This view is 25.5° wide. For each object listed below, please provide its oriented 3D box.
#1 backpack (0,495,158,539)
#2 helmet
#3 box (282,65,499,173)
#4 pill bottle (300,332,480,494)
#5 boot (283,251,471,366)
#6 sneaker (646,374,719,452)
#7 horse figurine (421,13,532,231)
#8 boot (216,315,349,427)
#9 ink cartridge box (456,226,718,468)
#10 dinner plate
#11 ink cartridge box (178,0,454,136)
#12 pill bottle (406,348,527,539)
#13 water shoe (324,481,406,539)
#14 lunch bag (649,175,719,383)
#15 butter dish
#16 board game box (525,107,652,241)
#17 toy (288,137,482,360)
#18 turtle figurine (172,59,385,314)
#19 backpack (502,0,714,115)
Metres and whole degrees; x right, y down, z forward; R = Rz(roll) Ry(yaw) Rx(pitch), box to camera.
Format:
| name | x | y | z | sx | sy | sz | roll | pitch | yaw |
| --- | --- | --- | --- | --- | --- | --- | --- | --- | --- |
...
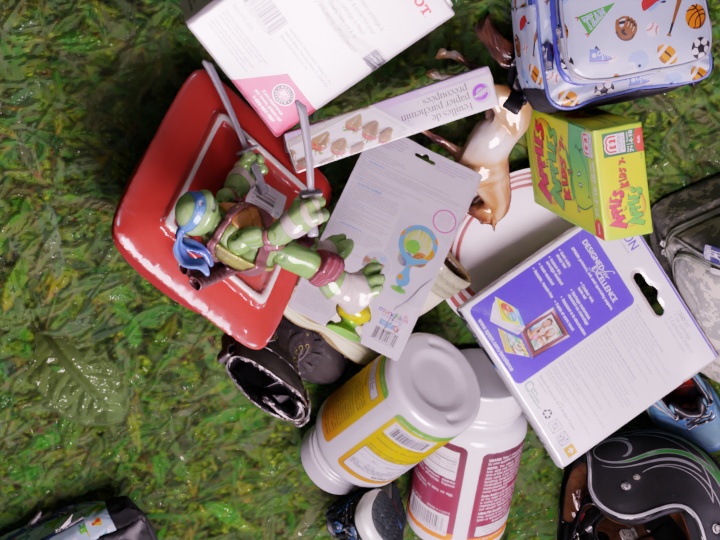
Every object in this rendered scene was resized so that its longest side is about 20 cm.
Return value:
| name | x | y | z | sx | sy | sz | roll | pitch | yaw |
| --- | --- | --- | --- | --- | --- | --- | --- | --- | --- |
| backpack | -0.313 | 0.331 | 1.674 | 0.200 | 0.154 | 0.164 | -33 | 129 | -20 |
| helmet | 0.325 | 0.273 | 1.758 | 0.190 | 0.200 | 0.201 | 8 | 120 | -4 |
| box | 0.027 | -0.138 | 1.460 | 0.199 | 0.041 | 0.039 | -19 | 98 | -4 |
| pill bottle | 0.023 | 0.155 | 1.632 | 0.111 | 0.111 | 0.200 | 21 | 141 | -26 |
| boot | 0.000 | 0.000 | 1.572 | 0.154 | 0.072 | 0.200 | -37 | 130 | 20 |
| sneaker | 0.354 | 0.148 | 1.763 | 0.078 | 0.090 | 0.200 | -36 | 126 | 9 |
| horse figurine | 0.112 | -0.139 | 1.530 | 0.132 | 0.050 | 0.201 | 21 | 114 | -6 |
| boot | -0.076 | 0.097 | 1.560 | 0.200 | 0.174 | 0.069 | 34 | 107 | -30 |
| ink cartridge box | 0.231 | 0.064 | 1.619 | 0.200 | 0.043 | 0.199 | -34 | 96 | -5 |
| dinner plate | 0.173 | -0.023 | 1.647 | 0.199 | 0.024 | 0.201 | -7 | 122 | -12 |
| ink cartridge box | -0.040 | -0.240 | 1.415 | 0.200 | 0.084 | 0.145 | -34 | 124 | 8 |
| pill bottle | 0.117 | 0.192 | 1.710 | 0.114 | 0.114 | 0.201 | 0 | 122 | -15 |
| water shoe | 0.002 | 0.272 | 1.690 | 0.079 | 0.200 | 0.072 | -19 | 86 | 7 |
| lunch bag | 0.394 | 0.018 | 1.647 | 0.139 | 0.168 | 0.201 | -21 | 124 | -2 |
| butter dish | -0.154 | -0.048 | 1.474 | 0.148 | 0.201 | 0.199 | -12 | 137 | 46 |
| board game box | 0.209 | -0.099 | 1.489 | 0.047 | 0.200 | 0.102 | -12 | 105 | -10 |
| toy | 0.022 | -0.024 | 1.510 | 0.115 | 0.047 | 0.201 | 26 | 72 | -2 |
| turtle figurine | -0.056 | -0.059 | 1.370 | 0.194 | 0.144 | 0.201 | 33 | 64 | -41 |
| backpack | 0.222 | -0.248 | 1.434 | 0.199 | 0.154 | 0.191 | -12 | 90 | -13 |
